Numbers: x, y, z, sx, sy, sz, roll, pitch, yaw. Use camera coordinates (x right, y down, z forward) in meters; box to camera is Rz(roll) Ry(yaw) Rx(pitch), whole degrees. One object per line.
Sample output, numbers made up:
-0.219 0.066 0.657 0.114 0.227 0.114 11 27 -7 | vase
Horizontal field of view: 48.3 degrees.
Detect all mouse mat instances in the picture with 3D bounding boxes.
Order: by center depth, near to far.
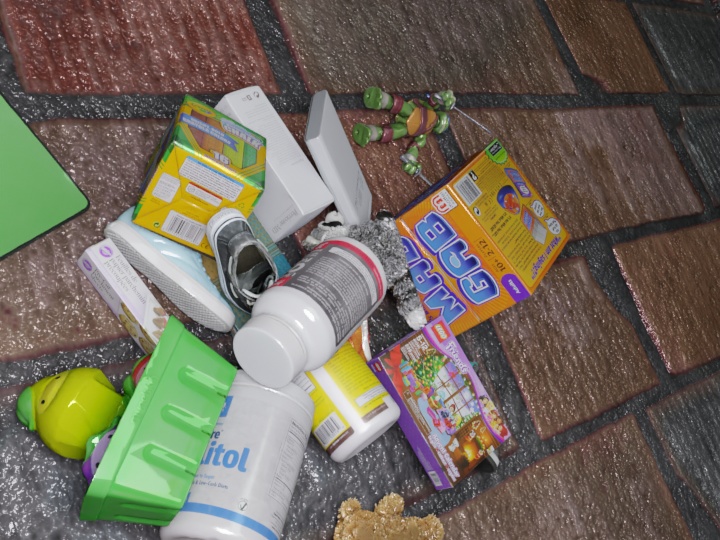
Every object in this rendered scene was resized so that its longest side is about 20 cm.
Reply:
-0.441 -0.119 0.956 0.200 0.008 0.161 51 46 -4 | mouse mat

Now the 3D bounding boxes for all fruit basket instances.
-0.257 0.150 0.836 0.215 0.156 0.216 11 58 -18 | fruit basket

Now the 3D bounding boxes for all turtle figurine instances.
0.100 -0.237 1.358 0.194 0.144 0.200 1 63 -34 | turtle figurine

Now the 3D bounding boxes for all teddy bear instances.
0.039 0.362 1.050 0.200 0.067 0.145 4 74 -44 | teddy bear

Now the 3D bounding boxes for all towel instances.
-0.174 -0.017 1.105 0.147 0.022 0.200 -33 88 -45 | towel

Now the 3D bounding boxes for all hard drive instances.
-0.029 -0.150 1.200 0.132 0.026 0.200 -86 156 -48 | hard drive

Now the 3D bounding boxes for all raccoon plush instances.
0.000 0.000 1.126 0.134 0.097 0.200 -18 59 -1 | raccoon plush

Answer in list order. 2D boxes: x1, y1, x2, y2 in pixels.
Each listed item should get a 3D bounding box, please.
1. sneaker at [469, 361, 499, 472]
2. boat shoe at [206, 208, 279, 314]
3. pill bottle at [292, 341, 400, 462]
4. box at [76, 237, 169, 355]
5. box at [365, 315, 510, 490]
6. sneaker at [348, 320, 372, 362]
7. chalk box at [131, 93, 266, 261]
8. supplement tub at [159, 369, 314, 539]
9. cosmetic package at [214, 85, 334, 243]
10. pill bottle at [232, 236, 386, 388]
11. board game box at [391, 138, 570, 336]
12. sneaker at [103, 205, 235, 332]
0.151 0.199 1.210 0.200 0.084 0.121 46 56 -8 | sneaker
-0.137 0.010 0.986 0.072 0.200 0.071 -32 57 -8 | boat shoe
-0.047 0.140 1.046 0.109 0.109 0.200 -24 70 -43 | pill bottle
-0.267 0.054 0.979 0.200 0.041 0.039 54 46 -3 | box
0.110 0.180 1.114 0.137 0.039 0.200 -30 89 -38 | box
-0.019 0.127 1.131 0.077 0.073 0.200 -8 72 -11 | sneaker
-0.201 -0.131 1.030 0.124 0.124 0.200 26 28 -21 | chalk box
-0.137 0.231 0.925 0.132 0.132 0.200 31 50 -22 | supplement tub
-0.138 -0.150 1.150 0.074 0.102 0.200 -32 87 -43 | cosmetic package
-0.060 0.050 0.955 0.111 0.111 0.200 51 43 -5 | pill bottle
0.166 -0.044 1.254 0.200 0.200 0.200 52 41 -4 | board game box
-0.223 -0.010 1.017 0.200 0.074 0.082 45 61 -11 | sneaker
